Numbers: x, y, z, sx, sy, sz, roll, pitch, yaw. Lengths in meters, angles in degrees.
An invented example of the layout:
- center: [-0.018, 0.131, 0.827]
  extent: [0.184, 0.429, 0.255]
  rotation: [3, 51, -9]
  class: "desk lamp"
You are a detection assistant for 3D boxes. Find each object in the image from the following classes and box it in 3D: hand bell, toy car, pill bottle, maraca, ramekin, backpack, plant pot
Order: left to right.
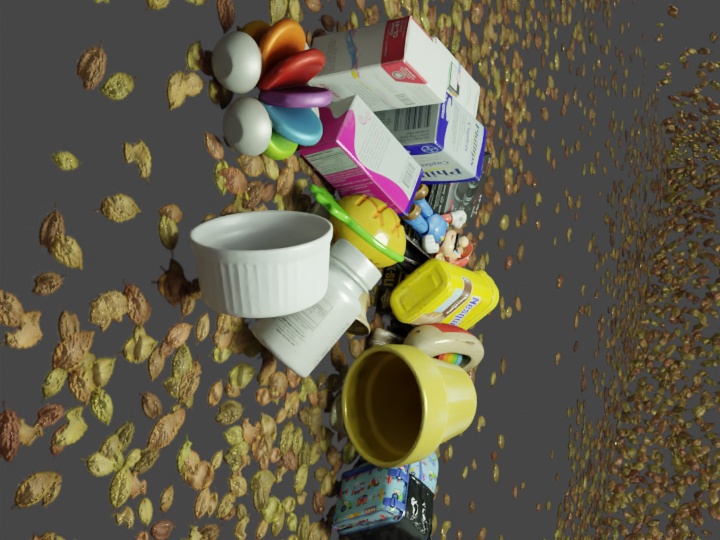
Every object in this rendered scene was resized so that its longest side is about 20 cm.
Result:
- center: [-0.135, -0.011, 1.031]
  extent: [0.200, 0.198, 0.099]
  rotation: [-27, 122, -52]
  class: "ramekin"
- center: [-0.110, -0.264, 1.082]
  extent: [0.174, 0.148, 0.203]
  rotation: [-27, 114, -52]
  class: "toy car"
- center: [-0.064, 0.054, 1.145]
  extent: [0.201, 0.114, 0.114]
  rotation: [-49, 137, -5]
  class: "pill bottle"
- center: [-0.004, -0.077, 1.226]
  extent: [0.199, 0.137, 0.108]
  rotation: [34, 97, -25]
  class: "maraca"
- center: [0.000, 0.000, 1.301]
  extent: [0.104, 0.103, 0.202]
  rotation: [45, 58, -48]
  class: "hand bell"
- center: [0.050, 0.394, 1.356]
  extent: [0.135, 0.181, 0.202]
  rotation: [44, 41, -28]
  class: "backpack"
- center: [0.098, 0.231, 1.292]
  extent: [0.187, 0.199, 0.205]
  rotation: [6, 88, -44]
  class: "plant pot"

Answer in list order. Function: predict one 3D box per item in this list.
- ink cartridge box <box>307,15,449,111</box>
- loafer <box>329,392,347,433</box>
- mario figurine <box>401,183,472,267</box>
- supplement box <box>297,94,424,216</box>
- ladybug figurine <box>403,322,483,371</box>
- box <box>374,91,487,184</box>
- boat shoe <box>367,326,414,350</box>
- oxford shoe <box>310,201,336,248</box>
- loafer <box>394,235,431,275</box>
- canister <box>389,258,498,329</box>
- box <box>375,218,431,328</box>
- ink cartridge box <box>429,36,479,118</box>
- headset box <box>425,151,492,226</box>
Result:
- center: [0.030, -0.337, 1.243]
  extent: [0.147, 0.197, 0.087]
  rotation: [25, 71, -54]
  class: "ink cartridge box"
- center: [0.014, 0.273, 1.381]
  extent: [0.199, 0.067, 0.077]
  rotation: [23, 73, -54]
  class: "loafer"
- center: [0.164, -0.081, 1.454]
  extent: [0.124, 0.106, 0.200]
  rotation: [-47, 126, -3]
  class: "mario figurine"
- center: [0.004, -0.188, 1.270]
  extent: [0.200, 0.102, 0.102]
  rotation: [44, 57, -36]
  class: "supplement box"
- center: [0.156, 0.152, 1.427]
  extent: [0.198, 0.135, 0.073]
  rotation: [17, 43, -43]
  class: "ladybug figurine"
- center: [0.113, -0.241, 1.387]
  extent: [0.199, 0.182, 0.107]
  rotation: [22, 72, -54]
  class: "box"
- center: [0.088, 0.149, 1.479]
  extent: [0.199, 0.071, 0.074]
  rotation: [12, 81, -56]
  class: "boat shoe"
- center: [-0.065, -0.026, 1.252]
  extent: [0.075, 0.057, 0.203]
  rotation: [34, 62, -47]
  class: "oxford shoe"
- center: [0.059, -0.060, 1.386]
  extent: [0.199, 0.063, 0.073]
  rotation: [37, 65, -31]
  class: "loafer"
- center: [0.164, 0.054, 1.446]
  extent: [0.199, 0.148, 0.087]
  rotation: [16, 40, -53]
  class: "canister"
- center: [0.107, 0.014, 1.520]
  extent: [0.159, 0.049, 0.203]
  rotation: [32, 67, -50]
  class: "box"
- center: [0.122, -0.356, 1.426]
  extent: [0.199, 0.143, 0.085]
  rotation: [26, 72, -54]
  class: "ink cartridge box"
- center: [0.191, -0.178, 1.570]
  extent: [0.199, 0.076, 0.151]
  rotation: [-21, 128, -55]
  class: "headset box"
